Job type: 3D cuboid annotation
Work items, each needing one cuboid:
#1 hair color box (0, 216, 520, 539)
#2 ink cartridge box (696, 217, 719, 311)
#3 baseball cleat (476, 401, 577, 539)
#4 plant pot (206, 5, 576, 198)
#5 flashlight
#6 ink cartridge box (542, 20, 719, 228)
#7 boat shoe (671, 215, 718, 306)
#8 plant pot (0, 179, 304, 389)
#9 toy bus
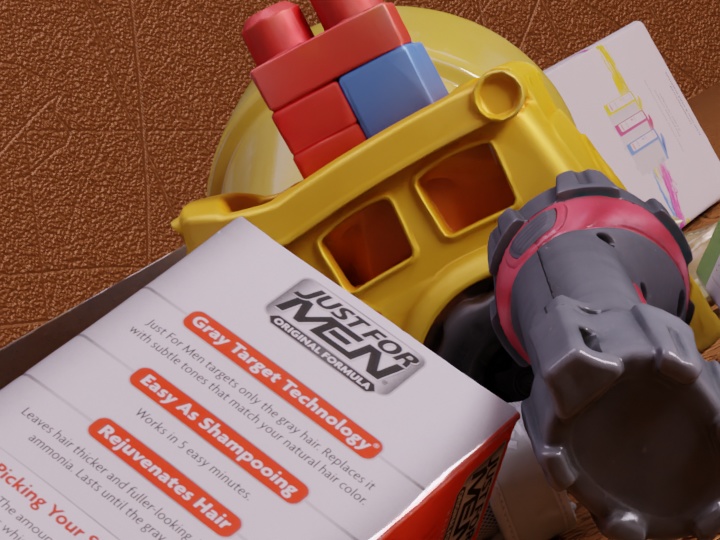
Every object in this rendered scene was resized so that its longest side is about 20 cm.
[{"bbox_3d":[-0.061,0.077,0.631,0.200,0.101,0.061,-38,-27,-38],"label":"hair color box"},{"bbox_3d":[0.154,-0.043,0.771,0.200,0.048,0.146,-40,-26,-82],"label":"ink cartridge box"},{"bbox_3d":[-0.002,0.077,0.728,0.106,0.070,0.200,-22,8,27],"label":"baseball cleat"},{"bbox_3d":[0.011,-0.010,1.301,0.201,0.201,0.189,-29,18,21],"label":"plant pot"},{"bbox_3d":[0.073,0.024,0.727,0.068,0.068,0.200,0,16,-2],"label":"flashlight"},{"bbox_3d":[0.116,-0.053,1.550,0.129,0.125,0.200,-28,2,31],"label":"ink cartridge box"},{"bbox_3d":[0.094,0.011,1.111,0.073,0.063,0.201,-31,2,-34],"label":"boat shoe"},{"bbox_3d":[-0.052,0.054,1.072,0.200,0.135,0.200,-30,2,1],"label":"plant pot"},{"bbox_3d":[0.000,0.000,0.904,0.200,0.192,0.136,-30,3,10],"label":"toy bus"}]
